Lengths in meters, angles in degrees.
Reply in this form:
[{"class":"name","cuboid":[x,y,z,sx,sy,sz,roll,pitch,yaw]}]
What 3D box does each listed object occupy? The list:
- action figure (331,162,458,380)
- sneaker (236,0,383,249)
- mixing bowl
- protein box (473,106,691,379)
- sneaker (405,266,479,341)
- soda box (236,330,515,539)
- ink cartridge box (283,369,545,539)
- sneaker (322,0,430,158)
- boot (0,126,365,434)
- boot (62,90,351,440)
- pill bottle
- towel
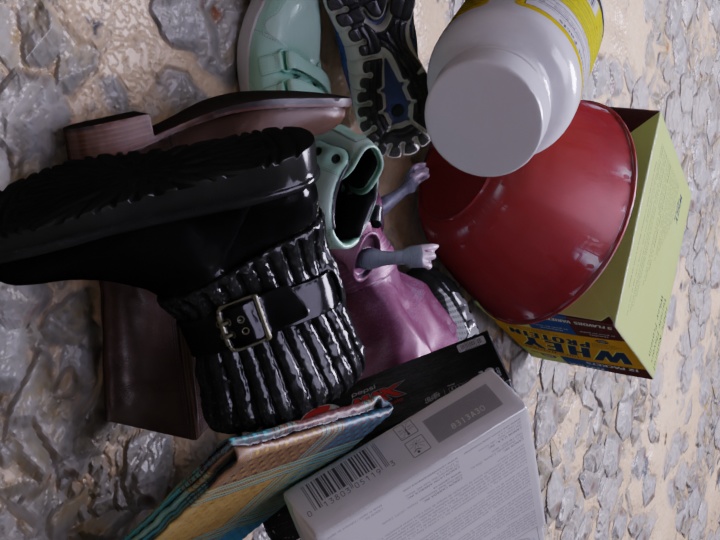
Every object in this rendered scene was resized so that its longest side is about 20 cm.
[{"class":"action figure","cuboid":[0.000,0.000,0.876,0.202,0.147,0.134,64,16,-12]},{"class":"sneaker","cuboid":[-0.025,-0.109,0.779,0.073,0.117,0.204,9,86,-52]},{"class":"mixing bowl","cuboid":[0.117,-0.068,0.949,0.107,0.199,0.203,22,76,-31]},{"class":"protein box","cuboid":[0.219,-0.025,1.094,0.200,0.133,0.202,37,65,-60]},{"class":"sneaker","cuboid":[0.059,0.098,0.971,0.090,0.066,0.203,-39,127,-47]},{"class":"soda box","cuboid":[0.015,0.119,0.812,0.064,0.197,0.072,-108,177,-58]},{"class":"ink cartridge box","cuboid":[0.048,0.181,0.774,0.159,0.050,0.202,-29,135,-14]},{"class":"sneaker","cuboid":[0.006,-0.189,0.848,0.077,0.089,0.203,-11,111,-7]},{"class":"boot","cuboid":[-0.105,0.018,0.643,0.080,0.207,0.160,-105,-174,-63]},{"class":"boot","cuboid":[-0.082,-0.004,0.715,0.183,0.064,0.204,-11,104,-13]},{"class":"pill bottle","cuboid":[0.110,-0.149,0.825,0.201,0.109,0.113,-58,139,-54]},{"class":"towel","cuboid":[-0.084,0.143,0.700,0.146,0.200,0.022,-9,60,-52]}]
